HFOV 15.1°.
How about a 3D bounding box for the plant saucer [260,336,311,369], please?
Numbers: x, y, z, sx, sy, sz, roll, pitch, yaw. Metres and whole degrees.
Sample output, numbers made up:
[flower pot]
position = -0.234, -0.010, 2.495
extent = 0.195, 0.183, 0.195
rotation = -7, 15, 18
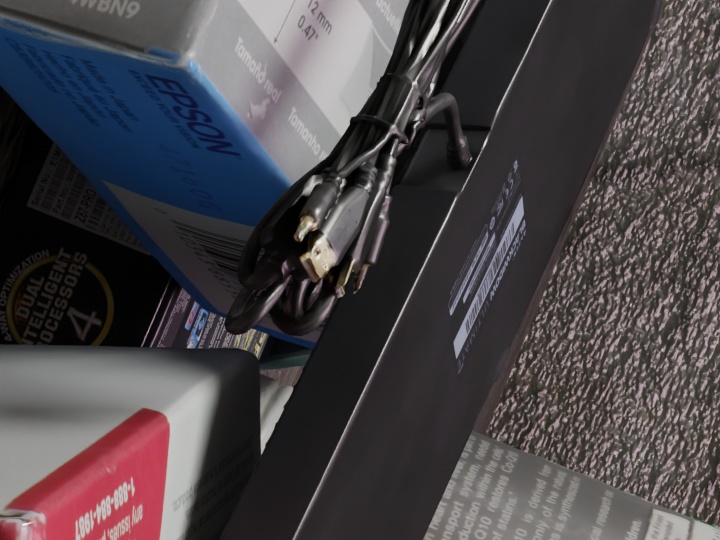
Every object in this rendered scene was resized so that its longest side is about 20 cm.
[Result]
[plant saucer]
position = 0.000, 0.000, 0.896
extent = 0.070, 0.019, 0.200
rotation = -66, -168, -11

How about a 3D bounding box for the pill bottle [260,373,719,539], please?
[pill bottle]
position = 0.022, 0.107, 0.906
extent = 0.113, 0.200, 0.113
rotation = 22, 90, -86

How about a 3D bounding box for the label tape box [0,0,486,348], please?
[label tape box]
position = 0.007, -0.099, 0.545
extent = 0.200, 0.066, 0.143
rotation = -64, 152, -15

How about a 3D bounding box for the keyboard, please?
[keyboard]
position = 0.014, -0.015, 0.500
extent = 0.127, 0.021, 0.200
rotation = 79, 31, -56

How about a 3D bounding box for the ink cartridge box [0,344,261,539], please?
[ink cartridge box]
position = -0.070, 0.122, 0.474
extent = 0.146, 0.083, 0.200
rotation = -37, 127, -77

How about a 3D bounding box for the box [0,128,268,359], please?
[box]
position = -0.070, 0.051, 0.661
extent = 0.161, 0.049, 0.200
rotation = 55, 57, -79
